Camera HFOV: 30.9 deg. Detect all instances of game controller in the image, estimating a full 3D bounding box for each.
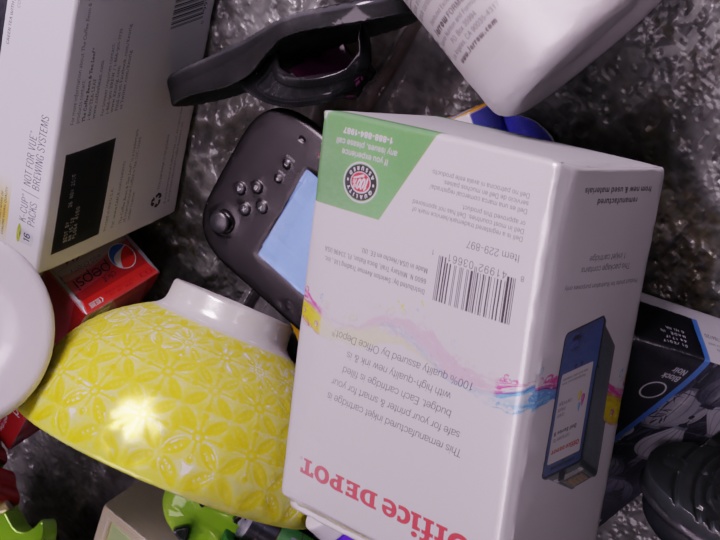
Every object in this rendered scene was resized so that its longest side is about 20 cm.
[{"bbox_3d":[0.000,0.000,0.721,0.200,0.042,0.105,40,127,14],"label":"game controller"}]

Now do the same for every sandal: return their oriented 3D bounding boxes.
[{"bbox_3d":[-0.032,-0.110,0.719,0.200,0.075,0.048,-12,93,52],"label":"sandal"}]

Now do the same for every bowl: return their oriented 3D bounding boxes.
[{"bbox_3d":[-0.098,0.069,0.802,0.200,0.200,0.108,21,87,26],"label":"bowl"}]

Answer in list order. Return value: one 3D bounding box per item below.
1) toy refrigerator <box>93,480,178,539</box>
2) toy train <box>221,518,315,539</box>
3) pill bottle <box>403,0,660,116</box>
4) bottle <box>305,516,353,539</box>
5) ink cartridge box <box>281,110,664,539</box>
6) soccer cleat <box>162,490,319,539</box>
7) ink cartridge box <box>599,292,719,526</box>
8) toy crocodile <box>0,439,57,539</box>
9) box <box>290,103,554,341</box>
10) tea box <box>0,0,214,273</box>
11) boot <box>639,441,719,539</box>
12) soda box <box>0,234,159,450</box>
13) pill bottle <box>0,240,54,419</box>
[{"bbox_3d":[-0.099,0.237,0.921,0.200,0.070,0.076,35,125,18],"label":"toy refrigerator"},{"bbox_3d":[-0.004,0.211,0.813,0.200,0.042,0.057,32,89,-9],"label":"toy train"},{"bbox_3d":[0.049,-0.183,0.612,0.200,0.114,0.114,52,129,5],"label":"pill bottle"},{"bbox_3d":[0.056,0.194,0.764,0.200,0.065,0.084,42,126,-10],"label":"bottle"},{"bbox_3d":[0.047,0.034,0.622,0.145,0.087,0.201,18,104,42],"label":"ink cartridge box"},{"bbox_3d":[-0.042,0.190,0.869,0.200,0.081,0.068,36,99,-7],"label":"soccer cleat"},{"bbox_3d":[0.116,0.091,0.695,0.200,0.099,0.039,-51,35,39],"label":"ink cartridge box"},{"bbox_3d":[-0.288,0.132,0.949,0.062,0.068,0.200,-38,62,4],"label":"toy crocodile"},{"bbox_3d":[0.031,-0.016,0.743,0.200,0.041,0.119,-17,99,41],"label":"box"},{"bbox_3d":[-0.209,-0.142,0.796,0.196,0.134,0.201,31,124,20],"label":"tea box"},{"bbox_3d":[0.210,0.198,0.673,0.199,0.076,0.169,24,120,7],"label":"boot"},{"bbox_3d":[-0.213,0.044,0.900,0.063,0.070,0.200,48,138,8],"label":"soda box"},{"bbox_3d":[-0.266,0.035,0.796,0.200,0.114,0.115,-3,110,62],"label":"pill bottle"}]
